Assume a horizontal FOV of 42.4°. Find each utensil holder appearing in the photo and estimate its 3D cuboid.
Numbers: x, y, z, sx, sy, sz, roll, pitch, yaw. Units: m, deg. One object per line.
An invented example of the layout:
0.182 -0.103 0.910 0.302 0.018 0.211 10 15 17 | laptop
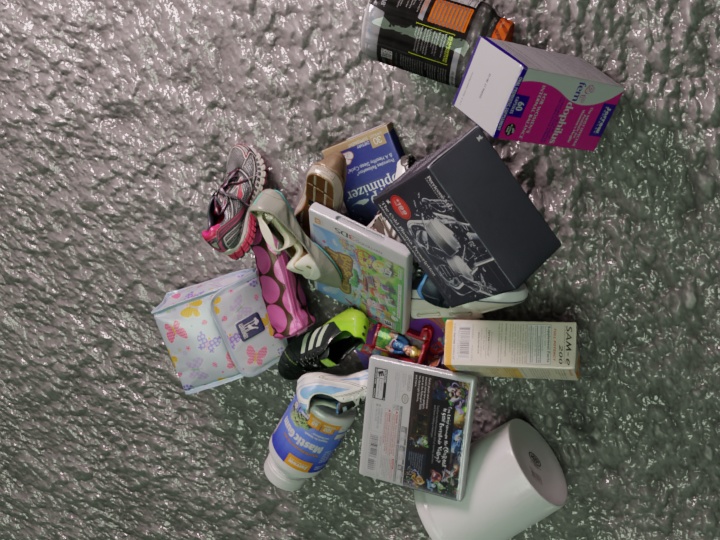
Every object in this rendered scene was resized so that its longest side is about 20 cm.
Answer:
0.216 0.361 1.531 0.199 0.170 0.170 -38 95 25 | utensil holder

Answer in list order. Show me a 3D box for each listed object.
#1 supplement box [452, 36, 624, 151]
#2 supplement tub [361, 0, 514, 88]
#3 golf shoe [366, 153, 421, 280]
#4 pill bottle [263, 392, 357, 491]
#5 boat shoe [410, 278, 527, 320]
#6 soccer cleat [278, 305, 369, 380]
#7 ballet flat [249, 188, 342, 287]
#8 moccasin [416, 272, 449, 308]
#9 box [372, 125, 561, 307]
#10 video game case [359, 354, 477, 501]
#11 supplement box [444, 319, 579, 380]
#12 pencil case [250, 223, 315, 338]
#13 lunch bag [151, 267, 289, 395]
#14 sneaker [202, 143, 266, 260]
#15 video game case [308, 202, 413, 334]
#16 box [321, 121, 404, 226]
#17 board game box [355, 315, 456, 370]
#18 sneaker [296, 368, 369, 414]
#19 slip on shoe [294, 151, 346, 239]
0.242 -0.237 1.257 0.103 0.198 0.102 49 128 43 | supplement box
0.110 -0.334 1.314 0.198 0.123 0.124 21 116 11 | supplement tub
0.051 -0.080 1.426 0.093 0.078 0.203 6 115 15 | golf shoe
-0.095 0.294 1.642 0.111 0.112 0.201 33 117 4 | pill bottle
0.168 0.052 1.474 0.197 0.071 0.071 -2 111 17 | boat shoe
-0.067 0.135 1.546 0.199 0.082 0.067 -36 120 26 | soccer cleat
-0.106 -0.036 1.462 0.067 0.064 0.201 -10 122 51 | ballet flat
0.160 -0.035 1.428 0.068 0.080 0.201 30 99 1 | moccasin
0.141 -0.068 1.279 0.201 0.104 0.182 53 155 -6 | box
0.090 0.249 1.478 0.180 0.023 0.203 10 101 25 | video game case
0.237 0.123 1.437 0.197 0.126 0.075 1 76 16 | supplement box
-0.131 0.013 1.543 0.093 0.090 0.202 2 111 54 | pencil case
-0.236 0.101 1.610 0.198 0.127 0.172 -16 106 9 | lunch bag
-0.202 -0.121 1.484 0.080 0.202 0.074 -25 140 38 | sneaker
0.000 0.000 1.475 0.181 0.022 0.201 27 146 21 | video game case
0.032 -0.121 1.478 0.120 0.032 0.202 -18 105 24 | box
0.073 0.121 1.554 0.198 0.039 0.159 -24 101 25 | board game box
-0.007 0.202 1.542 0.197 0.073 0.072 -5 154 -4 | sneaker
-0.061 -0.113 1.478 0.075 0.061 0.201 26 148 8 | slip on shoe
